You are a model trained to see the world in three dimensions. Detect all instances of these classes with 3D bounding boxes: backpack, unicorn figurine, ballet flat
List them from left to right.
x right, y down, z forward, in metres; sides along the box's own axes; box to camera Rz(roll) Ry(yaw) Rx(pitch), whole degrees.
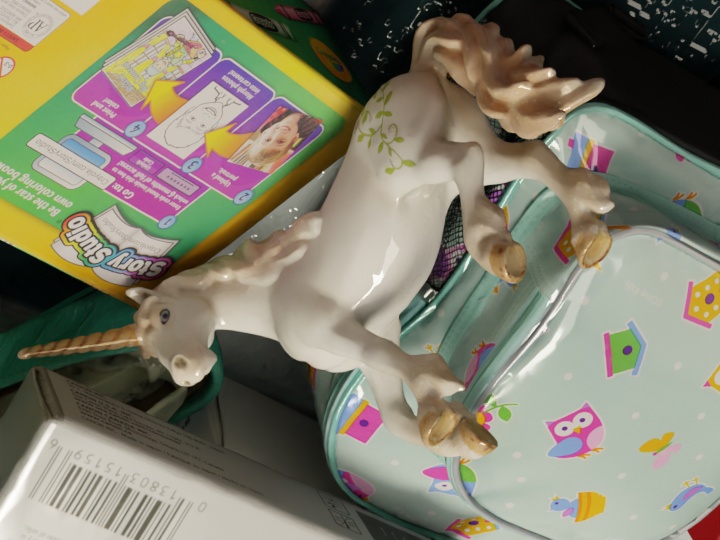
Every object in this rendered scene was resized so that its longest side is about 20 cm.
[{"bbox_3d":[-0.135,0.059,0.838,0.199,0.070,0.068,-25,143,-26],"label":"ballet flat"},{"bbox_3d":[0.000,0.000,0.778,0.200,0.137,0.074,-52,145,4],"label":"unicorn figurine"},{"bbox_3d":[0.075,0.022,0.863,0.175,0.154,0.200,22,125,-35],"label":"backpack"}]

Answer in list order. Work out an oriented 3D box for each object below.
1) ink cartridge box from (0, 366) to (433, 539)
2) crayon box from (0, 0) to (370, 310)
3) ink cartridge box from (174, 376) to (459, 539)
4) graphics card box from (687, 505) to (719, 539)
[{"bbox_3d":[-0.075,0.150,0.833,0.199,0.044,0.174,27,103,-28],"label":"ink cartridge box"},{"bbox_3d":[-0.092,-0.067,0.760,0.119,0.058,0.200,-37,149,13],"label":"crayon box"},{"bbox_3d":[-0.012,0.155,0.932,0.199,0.084,0.145,28,104,-17],"label":"ink cartridge box"},{"bbox_3d":[0.255,0.078,1.018,0.199,0.051,0.126,7,125,-21],"label":"graphics card box"}]
